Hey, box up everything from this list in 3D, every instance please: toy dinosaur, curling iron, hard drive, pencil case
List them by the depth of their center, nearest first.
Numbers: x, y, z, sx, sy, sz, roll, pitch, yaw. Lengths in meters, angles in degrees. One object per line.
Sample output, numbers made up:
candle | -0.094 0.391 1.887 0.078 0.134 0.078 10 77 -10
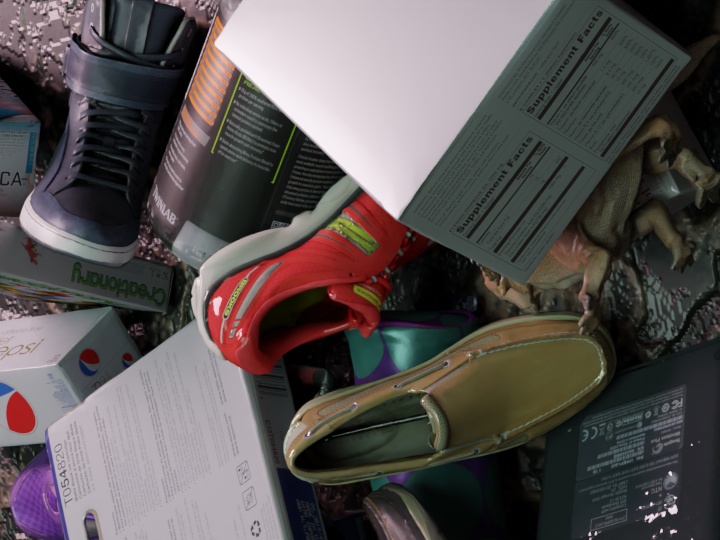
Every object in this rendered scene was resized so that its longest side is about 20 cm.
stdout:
toy dinosaur | 0.118 -0.052 1.532 0.135 0.086 0.200 34 112 35
hard drive | 0.157 0.146 1.560 0.139 0.033 0.200 -21 48 39
pencil case | 0.042 0.119 1.686 0.092 0.085 0.201 -162 64 -74
curling iron | -0.067 0.074 1.761 0.200 0.026 0.050 14 84 58

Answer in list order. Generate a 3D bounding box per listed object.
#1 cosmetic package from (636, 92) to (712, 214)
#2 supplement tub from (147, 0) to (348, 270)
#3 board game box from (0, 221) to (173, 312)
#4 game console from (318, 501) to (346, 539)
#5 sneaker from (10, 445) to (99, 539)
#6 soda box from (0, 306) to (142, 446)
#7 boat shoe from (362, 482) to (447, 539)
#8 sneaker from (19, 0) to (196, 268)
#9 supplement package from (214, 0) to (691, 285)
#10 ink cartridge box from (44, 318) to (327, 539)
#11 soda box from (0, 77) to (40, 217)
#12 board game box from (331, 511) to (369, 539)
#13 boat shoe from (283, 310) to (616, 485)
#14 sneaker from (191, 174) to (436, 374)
cosmetic package | 0.119 -0.114 1.599 0.083 0.051 0.200 -36 76 38
supplement tub | -0.044 -0.098 1.687 0.122 0.122 0.200 38 120 27
board game box | -0.234 -0.008 1.807 0.126 0.200 0.035 4 83 38
game console | -0.091 0.231 1.743 0.119 0.173 0.200 34 129 -15
sneaker | -0.174 0.141 1.861 0.200 0.088 0.081 -17 90 41
soda box | -0.238 0.076 1.896 0.200 0.068 0.064 -7 121 42
boat shoe | 0.036 0.215 1.586 0.073 0.075 0.200 -22 64 -4
sneaker | -0.157 -0.095 1.749 0.077 0.202 0.146 16 110 -9
supplement package | 0.045 -0.119 1.498 0.156 0.111 0.200 -54 45 9
ink cartridge box | -0.108 0.146 1.725 0.200 0.041 0.200 -33 61 39
soda box | -0.269 -0.097 1.848 0.200 0.063 0.069 -137 51 -60
board game box | -0.063 0.243 1.826 0.200 0.034 0.136 -17 89 39
boat shoe | 0.052 0.082 1.593 0.200 0.076 0.072 -23 95 8
sneaker | 0.000 0.000 1.645 0.085 0.200 0.077 52 171 44
